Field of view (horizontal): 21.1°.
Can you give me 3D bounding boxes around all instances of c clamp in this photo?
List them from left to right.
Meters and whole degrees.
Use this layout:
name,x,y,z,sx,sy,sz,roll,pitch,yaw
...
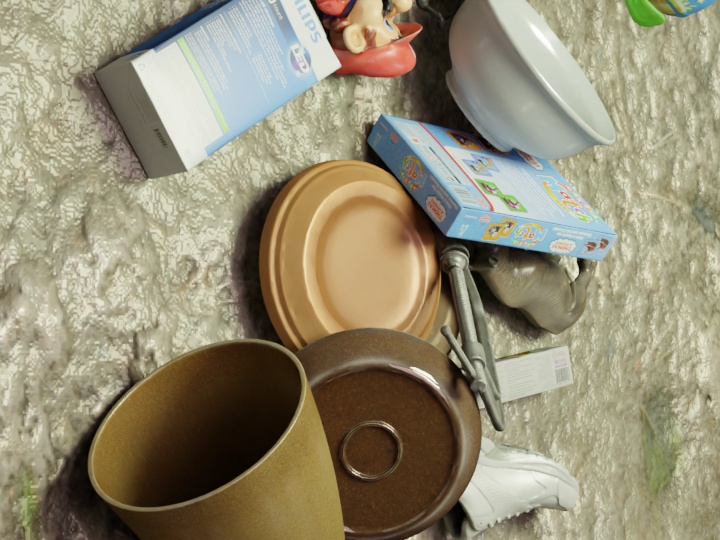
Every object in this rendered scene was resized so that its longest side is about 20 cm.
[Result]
name,x,y,z,sx,sy,sz,roll,pitch,yaw
c clamp,0.099,0.049,1.694,0.200,0.027,0.171,-96,164,-53

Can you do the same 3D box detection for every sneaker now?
name,x,y,z,sx,sy,sz,roll,pitch,yaw
sneaker,0.116,0.205,1.789,0.200,0.078,0.100,20,84,-33

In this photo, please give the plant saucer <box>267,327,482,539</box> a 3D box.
name,x,y,z,sx,sy,sz,roll,pitch,yaw
plant saucer,0.007,0.148,1.642,0.200,0.034,0.201,-2,105,-7

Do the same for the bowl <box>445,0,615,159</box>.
name,x,y,z,sx,sy,sz,roll,pitch,yaw
bowl,0.143,-0.174,1.809,0.201,0.090,0.201,46,18,-20

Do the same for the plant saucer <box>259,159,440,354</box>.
name,x,y,z,sx,sy,sz,roll,pitch,yaw
plant saucer,0.000,0.000,1.694,0.200,0.037,0.201,7,79,-40

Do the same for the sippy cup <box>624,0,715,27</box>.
name,x,y,z,sx,sy,sz,roll,pitch,yaw
sippy cup,0.319,-0.336,1.996,0.178,0.140,0.130,-43,127,-2

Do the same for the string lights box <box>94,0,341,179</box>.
name,x,y,z,sx,sy,sz,roll,pitch,yaw
string lights box,-0.117,-0.170,1.638,0.200,0.059,0.103,-38,109,-37

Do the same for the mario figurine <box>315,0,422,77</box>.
name,x,y,z,sx,sy,sz,roll,pitch,yaw
mario figurine,-0.005,-0.263,1.718,0.200,0.106,0.123,55,52,-19

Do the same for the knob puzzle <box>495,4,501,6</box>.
name,x,y,z,sx,sy,sz,roll,pitch,yaw
knob puzzle,0.121,-0.351,1.885,0.219,0.030,0.220,7,79,-39

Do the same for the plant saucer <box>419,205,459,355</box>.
name,x,y,z,sx,sy,sz,roll,pitch,yaw
plant saucer,0.026,0.013,1.757,0.200,0.029,0.201,6,81,-39

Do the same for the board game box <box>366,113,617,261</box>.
name,x,y,z,sx,sy,sz,roll,pitch,yaw
board game box,0.122,-0.076,1.783,0.200,0.151,0.037,7,122,-39

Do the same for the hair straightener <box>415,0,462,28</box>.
name,x,y,z,sx,sy,sz,roll,pitch,yaw
hair straightener,0.092,-0.318,1.808,0.077,0.041,0.200,16,74,-37

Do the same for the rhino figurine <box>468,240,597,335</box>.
name,x,y,z,sx,sy,sz,roll,pitch,yaw
rhino figurine,0.152,-0.003,1.832,0.200,0.060,0.088,31,64,-45

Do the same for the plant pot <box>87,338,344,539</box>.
name,x,y,z,sx,sy,sz,roll,pitch,yaw
plant pot,-0.091,0.191,1.551,0.186,0.186,0.200,-51,129,-33

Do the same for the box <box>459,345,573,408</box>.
name,x,y,z,sx,sy,sz,roll,pitch,yaw
box,0.125,0.104,1.807,0.200,0.039,0.042,-11,91,-48
